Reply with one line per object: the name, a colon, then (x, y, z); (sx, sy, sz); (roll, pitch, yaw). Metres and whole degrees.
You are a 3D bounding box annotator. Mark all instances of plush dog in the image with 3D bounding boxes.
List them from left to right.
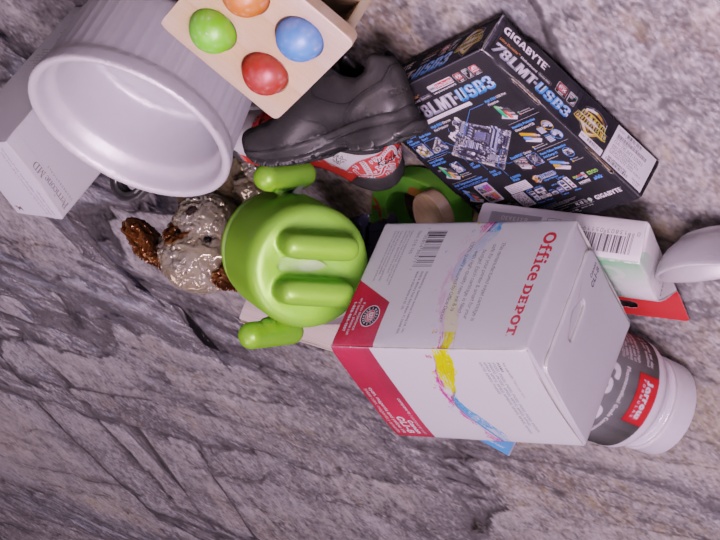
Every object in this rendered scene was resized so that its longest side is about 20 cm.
plush dog: (-0.146, -0.050, 1.795); (0.200, 0.172, 0.161); (11, 146, 33)

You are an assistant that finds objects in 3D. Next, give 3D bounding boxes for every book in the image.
book: (-0.037, 0.069, 1.922); (0.133, 0.048, 0.200); (22, 179, 18)

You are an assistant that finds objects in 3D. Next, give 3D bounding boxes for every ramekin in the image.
ramekin: (-0.195, -0.165, 1.592); (0.200, 0.098, 0.201); (18, 152, 10)

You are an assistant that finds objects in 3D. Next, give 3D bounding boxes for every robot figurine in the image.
robot figurine: (-0.064, -0.013, 1.621); (0.115, 0.176, 0.200); (1, -170, -18)

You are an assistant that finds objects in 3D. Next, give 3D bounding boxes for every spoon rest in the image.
spoon rest: (0.327, -0.018, 1.467); (0.099, 0.061, 0.200); (0, 161, -25)

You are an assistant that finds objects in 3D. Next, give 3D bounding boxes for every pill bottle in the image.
pill bottle: (0.223, 0.105, 1.679); (0.200, 0.114, 0.114); (22, 159, -29)

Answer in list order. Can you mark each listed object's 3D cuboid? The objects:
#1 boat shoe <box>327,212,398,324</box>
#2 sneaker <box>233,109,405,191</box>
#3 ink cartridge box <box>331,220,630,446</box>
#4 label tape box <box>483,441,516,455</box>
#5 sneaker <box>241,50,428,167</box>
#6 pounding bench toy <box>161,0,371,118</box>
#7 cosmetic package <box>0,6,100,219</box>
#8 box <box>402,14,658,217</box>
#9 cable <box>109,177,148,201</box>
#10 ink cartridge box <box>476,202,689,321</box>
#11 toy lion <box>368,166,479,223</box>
boat shoe: (0.000, 0.000, 1.725); (0.075, 0.093, 0.200); (-1, 171, -19)
sneaker: (-0.054, -0.147, 1.664); (0.201, 0.067, 0.108); (16, 146, 24)
ink cartridge box: (0.109, 0.054, 1.523); (0.200, 0.145, 0.145); (0, 140, 35)
label tape box: (0.134, 0.083, 1.824); (0.143, 0.066, 0.200); (28, 131, 9)
sneaker: (-0.029, -0.145, 1.550); (0.200, 0.076, 0.091); (-10, 98, 37)
pounding bench toy: (-0.092, -0.251, 1.411); (0.200, 0.156, 0.124); (39, 138, -11)
cosmetic package: (-0.294, -0.160, 1.741); (0.081, 0.200, 0.113); (7, 143, 40)
box: (0.129, -0.120, 1.535); (0.198, 0.050, 0.200); (42, 152, -17)
cable: (-0.178, -0.134, 1.734); (0.097, 0.050, 0.200); (45, 126, 15)
ink cartridge box: (0.208, 0.011, 1.606); (0.161, 0.050, 0.200); (8, 153, 26)
toy lion: (0.055, -0.012, 1.730); (0.192, 0.069, 0.200); (22, 130, 48)
